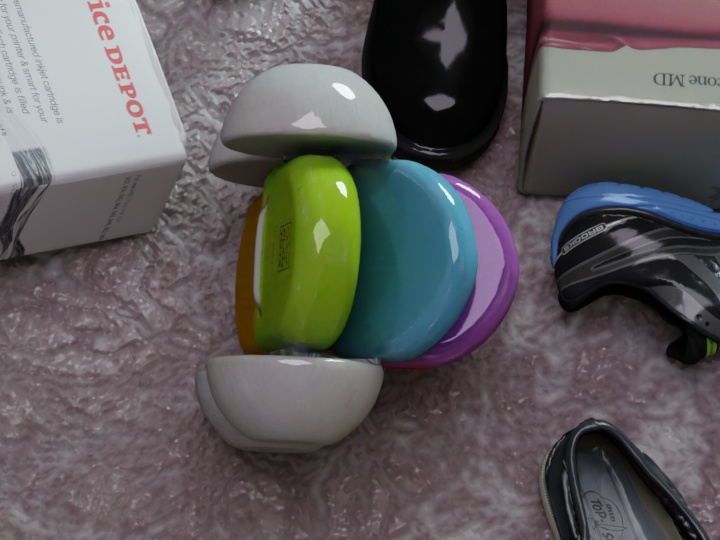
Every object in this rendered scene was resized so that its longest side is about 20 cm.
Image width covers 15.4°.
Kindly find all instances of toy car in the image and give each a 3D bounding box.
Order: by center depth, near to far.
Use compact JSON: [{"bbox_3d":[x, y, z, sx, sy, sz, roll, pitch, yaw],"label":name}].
[{"bbox_3d":[0.000,0.000,1.290,0.149,0.200,0.176,4,83,-7],"label":"toy car"}]

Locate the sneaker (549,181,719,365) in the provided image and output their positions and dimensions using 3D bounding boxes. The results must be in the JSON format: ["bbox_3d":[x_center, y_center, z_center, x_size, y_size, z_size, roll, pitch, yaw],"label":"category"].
[{"bbox_3d":[0.193,0.013,1.365,0.198,0.071,0.083,12,79,5],"label":"sneaker"}]

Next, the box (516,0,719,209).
[{"bbox_3d":[0.153,-0.146,1.408,0.127,0.109,0.201,4,64,-1],"label":"box"}]

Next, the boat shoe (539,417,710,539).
[{"bbox_3d":[0.146,0.158,1.288,0.074,0.066,0.200,-15,66,-10],"label":"boat shoe"}]

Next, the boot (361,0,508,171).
[{"bbox_3d":[0.044,-0.176,1.390,0.079,0.158,0.212,3,65,-1],"label":"boot"}]

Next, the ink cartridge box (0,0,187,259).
[{"bbox_3d":[-0.207,-0.082,1.352,0.199,0.084,0.146,-10,65,-25],"label":"ink cartridge box"}]
